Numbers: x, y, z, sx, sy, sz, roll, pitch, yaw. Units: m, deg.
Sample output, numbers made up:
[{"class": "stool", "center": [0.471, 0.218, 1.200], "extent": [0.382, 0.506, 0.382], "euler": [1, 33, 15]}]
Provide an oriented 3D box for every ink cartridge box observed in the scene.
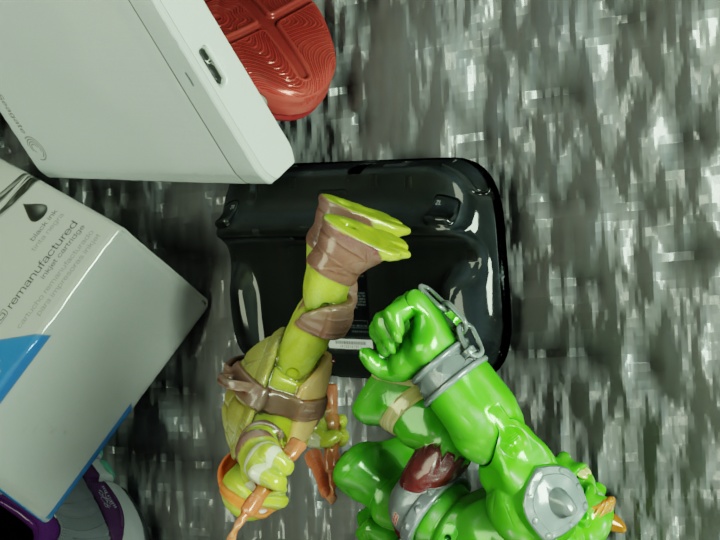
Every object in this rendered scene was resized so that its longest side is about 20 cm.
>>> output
[{"class": "ink cartridge box", "center": [-0.199, 0.024, 1.547], "extent": [0.200, 0.084, 0.146], "euler": [26, 78, 47]}]

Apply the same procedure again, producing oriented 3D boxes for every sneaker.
[{"class": "sneaker", "center": [-0.086, -0.109, 1.484], "extent": [0.200, 0.078, 0.116], "euler": [43, 145, 35]}, {"class": "sneaker", "center": [-0.191, 0.102, 1.576], "extent": [0.200, 0.087, 0.075], "euler": [52, 134, 37]}]

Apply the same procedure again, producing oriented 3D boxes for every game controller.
[{"class": "game controller", "center": [0.000, 0.000, 1.391], "extent": [0.200, 0.042, 0.105], "euler": [1, 105, 51]}]

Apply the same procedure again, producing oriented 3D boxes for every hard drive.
[{"class": "hard drive", "center": [-0.130, -0.102, 1.445], "extent": [0.200, 0.027, 0.132], "euler": [4, 132, 52]}]

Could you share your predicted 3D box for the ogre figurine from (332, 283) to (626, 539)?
[{"class": "ogre figurine", "center": [0.046, 0.102, 1.271], "extent": [0.120, 0.098, 0.200], "euler": [45, 134, 24]}]

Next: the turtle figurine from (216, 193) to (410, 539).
[{"class": "turtle figurine", "center": [-0.029, 0.048, 1.312], "extent": [0.064, 0.200, 0.162], "euler": [23, 100, 9]}]
